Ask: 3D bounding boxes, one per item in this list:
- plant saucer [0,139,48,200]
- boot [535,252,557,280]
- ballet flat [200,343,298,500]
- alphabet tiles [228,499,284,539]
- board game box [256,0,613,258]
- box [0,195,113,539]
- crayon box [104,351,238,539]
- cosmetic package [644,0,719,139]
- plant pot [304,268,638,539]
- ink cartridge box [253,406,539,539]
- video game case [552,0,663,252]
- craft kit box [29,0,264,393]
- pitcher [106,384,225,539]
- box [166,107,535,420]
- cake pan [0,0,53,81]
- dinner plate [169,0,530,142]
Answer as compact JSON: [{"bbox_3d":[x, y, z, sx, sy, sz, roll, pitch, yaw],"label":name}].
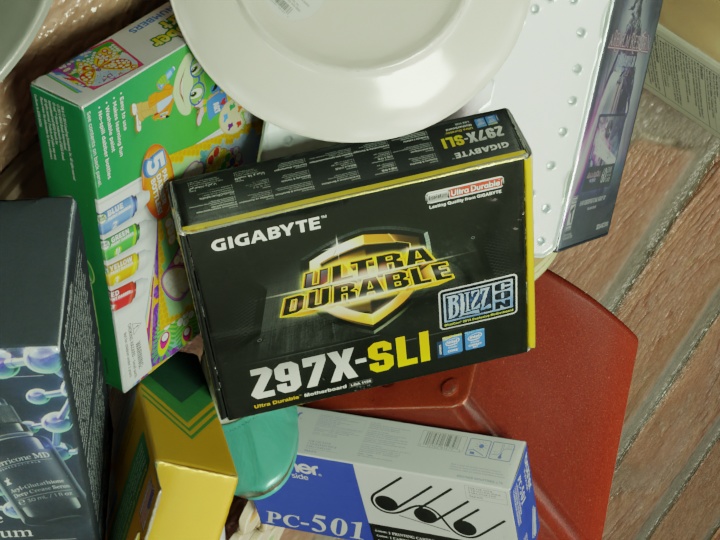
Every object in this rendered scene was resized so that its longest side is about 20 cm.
[{"bbox_3d":[-0.157,-0.012,0.964,0.200,0.029,0.201,-32,145,-25],"label":"plant saucer"},{"bbox_3d":[0.053,-0.051,1.028,0.199,0.073,0.156,-17,127,-26],"label":"boot"},{"bbox_3d":[-0.080,0.064,1.022,0.067,0.200,0.071,-21,121,9],"label":"ballet flat"},{"bbox_3d":[-0.081,0.217,1.237,0.201,0.015,0.196,-63,170,0],"label":"alphabet tiles"},{"bbox_3d":[0.041,-0.111,0.922,0.199,0.026,0.201,4,110,-20],"label":"board game box"},{"bbox_3d":[-0.216,0.068,0.838,0.148,0.107,0.201,-2,136,-2],"label":"box"},{"bbox_3d":[-0.121,0.139,0.914,0.051,0.200,0.126,14,107,-18],"label":"crayon box"},{"bbox_3d":[0.285,-0.156,1.201,0.071,0.200,0.105,-42,149,-11],"label":"cosmetic package"},{"bbox_3d":[0.070,0.087,1.167,0.176,0.199,0.201,51,45,-43],"label":"plant pot"},{"bbox_3d":[0.019,0.148,1.086,0.094,0.199,0.044,77,29,-43],"label":"ink cartridge box"},{"bbox_3d":[0.167,-0.116,1.071,0.143,0.019,0.201,-15,120,-67],"label":"video game case"},{"bbox_3d":[-0.095,-0.061,0.918,0.197,0.048,0.201,-43,145,-39],"label":"craft kit box"},{"bbox_3d":[-0.136,0.166,1.115,0.171,0.121,0.201,-17,127,-60],"label":"pitcher"},{"bbox_3d":[0.000,0.000,0.913,0.199,0.049,0.160,-12,136,-6],"label":"box"},{"bbox_3d":[-0.227,-0.143,0.721,0.200,0.037,0.201,-33,146,-26],"label":"cake pan"},{"bbox_3d":[-0.005,-0.169,0.834,0.200,0.200,0.024,-46,179,-5],"label":"dinner plate"}]
